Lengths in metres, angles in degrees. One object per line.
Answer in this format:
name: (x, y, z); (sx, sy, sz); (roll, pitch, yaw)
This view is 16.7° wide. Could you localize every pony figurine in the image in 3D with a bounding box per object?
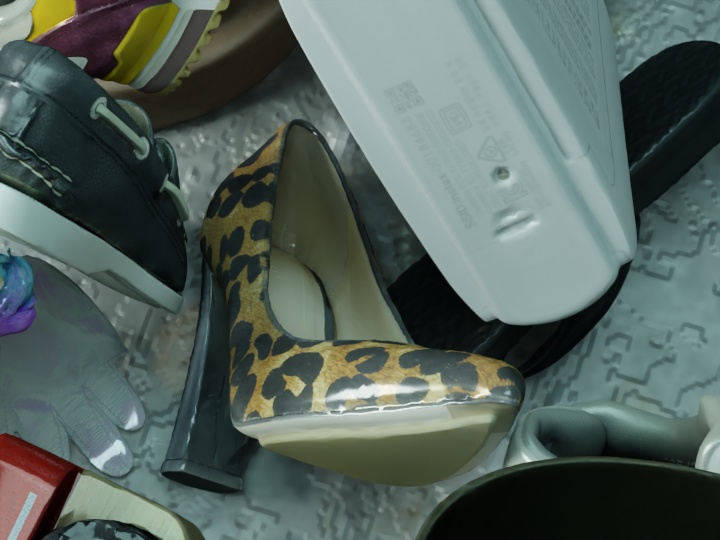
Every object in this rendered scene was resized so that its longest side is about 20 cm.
pony figurine: (-0.178, 0.040, 0.825); (0.200, 0.193, 0.167); (8, 52, 25)

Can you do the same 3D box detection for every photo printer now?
photo printer: (0.034, -0.099, 0.854); (0.069, 0.166, 0.200); (-23, 30, 17)

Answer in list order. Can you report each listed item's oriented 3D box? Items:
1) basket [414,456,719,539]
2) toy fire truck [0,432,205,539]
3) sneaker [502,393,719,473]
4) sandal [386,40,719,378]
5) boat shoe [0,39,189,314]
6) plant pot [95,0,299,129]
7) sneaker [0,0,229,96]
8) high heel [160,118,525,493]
basket: (0.060, 0.170, 0.674); (0.180, 0.200, 0.136); (9, 38, -22)
toy fire truck: (-0.160, 0.118, 0.717); (0.200, 0.129, 0.176); (25, 83, 7)
sneaker: (0.064, 0.087, 0.813); (0.200, 0.099, 0.078); (-25, 30, 28)
sandal: (0.072, -0.002, 0.895); (0.200, 0.075, 0.048); (-42, 116, -6)
boat shoe: (-0.088, -0.029, 0.829); (0.076, 0.200, 0.060); (27, 88, 6)
plant pot: (-0.102, -0.172, 0.898); (0.200, 0.175, 0.200); (0, 71, -1)
sneaker: (-0.070, -0.142, 0.765); (0.090, 0.200, 0.075); (11, 35, -24)
high heel: (0.000, 0.000, 0.835); (0.071, 0.200, 0.143); (23, 71, -30)
